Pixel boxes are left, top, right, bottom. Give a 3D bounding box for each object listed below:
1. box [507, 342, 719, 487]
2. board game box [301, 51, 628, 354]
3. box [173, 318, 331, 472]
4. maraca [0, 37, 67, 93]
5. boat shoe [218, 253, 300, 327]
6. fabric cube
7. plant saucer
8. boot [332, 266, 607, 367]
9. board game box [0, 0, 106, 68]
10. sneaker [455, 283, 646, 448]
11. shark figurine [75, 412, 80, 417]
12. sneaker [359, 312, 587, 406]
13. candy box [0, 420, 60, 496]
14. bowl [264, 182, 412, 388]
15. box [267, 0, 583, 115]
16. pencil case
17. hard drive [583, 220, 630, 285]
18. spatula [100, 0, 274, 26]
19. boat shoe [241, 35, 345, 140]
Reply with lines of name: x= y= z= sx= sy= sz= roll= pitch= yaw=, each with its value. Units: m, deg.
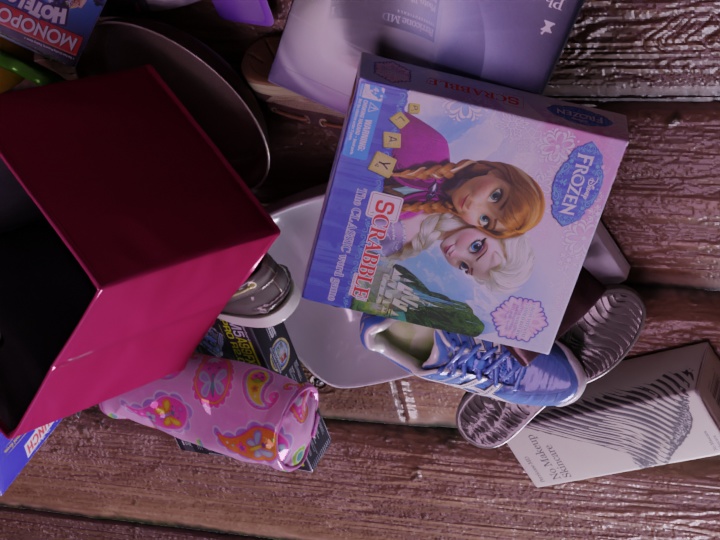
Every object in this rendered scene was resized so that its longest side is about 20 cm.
box: x=0.233 y=0.131 z=1.531 sx=0.199 sy=0.068 sz=0.082 roll=-17 pitch=120 yaw=34
board game box: x=0.073 y=-0.045 z=1.263 sx=0.199 sy=0.041 sz=0.201 roll=12 pitch=125 yaw=-4
box: x=-0.130 y=0.095 z=1.601 sx=0.160 sy=0.044 sz=0.201 roll=4 pitch=133 yaw=31
maraca: x=-0.332 y=-0.197 z=1.477 sx=0.199 sy=0.137 sz=0.107 roll=27 pitch=97 yaw=-7
boat shoe: x=-0.150 y=0.008 z=1.501 sx=0.201 sy=0.072 sz=0.060 roll=2 pitch=141 yaw=28
fabric cube: x=-0.227 y=-0.020 z=1.376 sx=0.196 sy=0.199 sz=0.200 roll=50 pitch=129 yaw=16
plant saucer: x=-0.156 y=-0.146 z=1.467 sx=0.200 sy=0.032 sz=0.201 roll=25 pitch=149 yaw=16
boot: x=0.082 y=0.011 z=1.369 sx=0.167 sy=0.200 sz=0.072 roll=52 pitch=164 yaw=3
board game box: x=-0.301 y=-0.252 z=1.375 sx=0.199 sy=0.062 sz=0.201 roll=26 pitch=94 yaw=-12
sneaker: x=0.163 y=0.063 z=1.499 sx=0.200 sy=0.106 sz=0.075 roll=-39 pitch=104 yaw=21
shark figurine: x=-0.257 y=0.048 z=1.673 sx=0.128 sy=0.090 sz=0.214 roll=40 pitch=131 yaw=-9
sneaker: x=0.089 y=0.073 z=1.419 sx=0.199 sy=0.077 sz=0.076 roll=16 pitch=110 yaw=10
candy box: x=-0.365 y=0.094 z=1.701 sx=0.077 sy=0.169 sz=0.201 roll=9 pitch=131 yaw=23
bowl: x=0.000 y=0.000 z=1.518 sx=0.199 sy=0.075 sz=0.200 roll=-18 pitch=120 yaw=37
box: x=0.061 y=-0.204 z=1.269 sx=0.199 sy=0.123 sz=0.199 roll=24 pitch=126 yaw=4
pencil case: x=-0.136 y=0.116 z=1.530 sx=0.199 sy=0.088 sz=0.088 roll=13 pitch=133 yaw=25
hard drive: x=0.124 y=-0.054 z=1.453 sx=0.132 sy=0.026 sz=0.200 roll=-19 pitch=118 yaw=35
spatula: x=-0.164 y=-0.228 z=1.438 sx=0.199 sy=0.021 sz=0.057 roll=0 pitch=129 yaw=25
boat shoe: x=-0.001 y=-0.140 z=1.414 sx=0.199 sy=0.072 sz=0.072 roll=11 pitch=146 yaw=16
